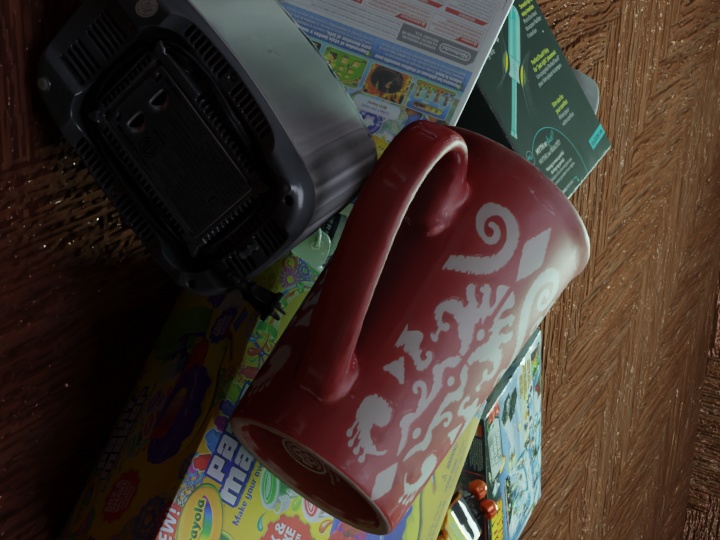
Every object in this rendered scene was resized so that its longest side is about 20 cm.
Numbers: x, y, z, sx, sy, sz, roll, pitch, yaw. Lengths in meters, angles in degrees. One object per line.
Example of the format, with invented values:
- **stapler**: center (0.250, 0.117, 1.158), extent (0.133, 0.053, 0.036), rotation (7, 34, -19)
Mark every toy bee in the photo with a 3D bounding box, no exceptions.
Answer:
- **toy bee**: center (0.051, 0.192, 0.883), extent (0.108, 0.200, 0.132), rotation (-30, 115, -2)

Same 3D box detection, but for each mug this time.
- **mug**: center (0.013, 0.022, 0.670), extent (0.178, 0.133, 0.201), rotation (49, 65, -32)

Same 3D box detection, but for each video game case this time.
- **video game case**: center (0.005, -0.132, 0.752), extent (0.142, 0.018, 0.201), rotation (16, 112, -23)

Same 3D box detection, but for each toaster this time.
- **toaster**: center (-0.072, -0.077, 0.668), extent (0.201, 0.113, 0.129), rotation (52, 29, 1)

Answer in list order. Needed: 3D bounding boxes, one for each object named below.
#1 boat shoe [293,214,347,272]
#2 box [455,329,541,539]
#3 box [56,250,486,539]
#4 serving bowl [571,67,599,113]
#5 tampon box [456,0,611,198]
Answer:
- **boat shoe**: center (-0.035, -0.034, 0.833), extent (0.200, 0.071, 0.071), rotation (31, 69, -45)
- **box**: center (0.123, 0.168, 1.083), extent (0.137, 0.040, 0.202), rotation (-48, 141, -48)
- **box**: center (-0.051, 0.127, 0.770), extent (0.192, 0.121, 0.201), rotation (37, 63, -29)
- **serving bowl**: center (0.125, -0.113, 1.093), extent (0.066, 0.200, 0.201), rotation (35, 61, -16)
- **tampon box**: center (0.072, -0.132, 0.903), extent (0.201, 0.126, 0.150), rotation (60, 38, -9)
